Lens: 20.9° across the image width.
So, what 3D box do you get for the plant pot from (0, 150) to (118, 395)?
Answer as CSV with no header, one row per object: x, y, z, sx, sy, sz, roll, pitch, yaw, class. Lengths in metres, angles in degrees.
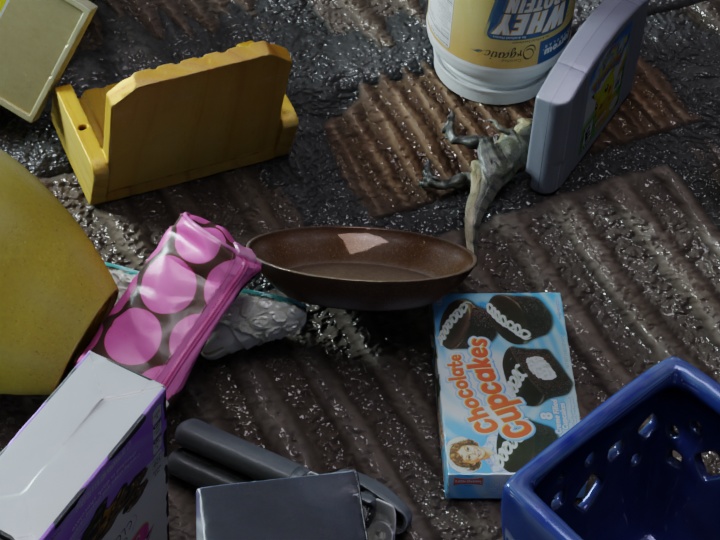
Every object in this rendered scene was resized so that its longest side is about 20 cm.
-0.284,0.023,1.599,0.142,0.200,0.200,31,50,1,plant pot

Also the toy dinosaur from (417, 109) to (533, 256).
0.108,-0.097,1.826,0.088,0.048,0.200,24,52,9,toy dinosaur

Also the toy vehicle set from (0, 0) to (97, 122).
-0.358,-0.241,1.798,0.200,0.124,0.027,32,17,-3,toy vehicle set

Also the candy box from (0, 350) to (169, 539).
-0.212,0.188,1.423,0.071,0.200,0.168,23,50,17,candy box

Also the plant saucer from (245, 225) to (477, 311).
0.000,0.000,1.682,0.200,0.037,0.200,4,13,-1,plant saucer

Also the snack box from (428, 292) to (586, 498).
0.121,0.103,1.640,0.116,0.037,0.200,0,47,-4,snack box

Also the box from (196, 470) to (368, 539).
-0.047,0.280,1.350,0.123,0.200,0.199,-4,46,-8,box

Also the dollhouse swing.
-0.173,-0.176,1.790,0.199,0.176,0.182,-16,50,-17,dollhouse swing

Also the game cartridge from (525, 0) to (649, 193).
0.218,-0.179,1.849,0.040,0.134,0.200,21,49,21,game cartridge

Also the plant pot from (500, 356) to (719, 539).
0.228,0.219,1.440,0.200,0.180,0.200,-32,56,-30,plant pot

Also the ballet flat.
-0.145,0.043,1.671,0.199,0.072,0.072,11,47,9,ballet flat

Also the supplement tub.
0.139,-0.275,1.887,0.144,0.200,0.145,2,47,-2,supplement tub

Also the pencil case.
-0.159,0.052,1.587,0.094,0.091,0.200,16,73,58,pencil case

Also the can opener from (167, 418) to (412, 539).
-0.056,0.173,1.565,0.200,0.053,0.067,22,17,17,can opener
